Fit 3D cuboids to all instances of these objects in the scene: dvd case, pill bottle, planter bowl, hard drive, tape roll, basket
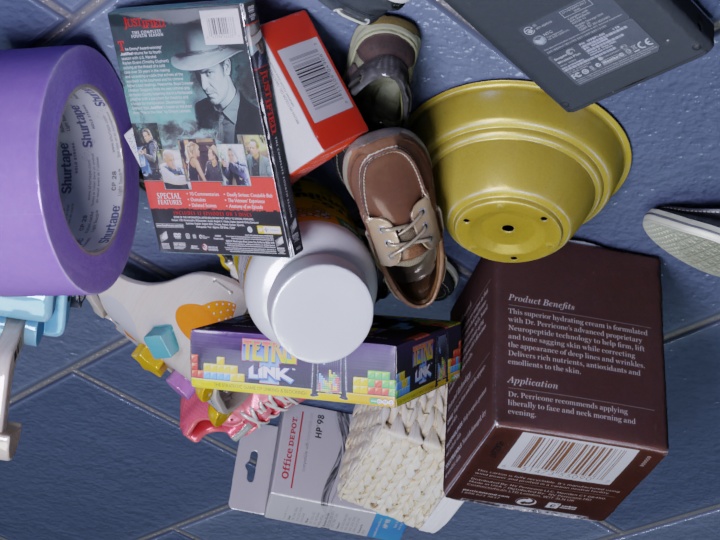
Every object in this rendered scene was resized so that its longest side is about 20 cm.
[{"bbox_3d":[-0.122,-0.109,1.299,0.145,0.022,0.202,2,113,37],"label":"dvd case"},{"bbox_3d":[-0.047,0.000,1.385,0.111,0.200,0.114,-3,111,-9],"label":"pill bottle"},{"bbox_3d":[0.127,-0.065,1.391,0.198,0.084,0.201,6,147,4],"label":"planter bowl"},{"bbox_3d":[0.149,-0.202,1.219,0.139,0.033,0.199,-21,138,38],"label":"hard drive"},{"bbox_3d":[-0.256,-0.080,1.346,0.084,0.202,0.201,-1,147,15],"label":"tape roll"},{"bbox_3d":[0.062,0.166,1.722,0.122,0.137,0.200,18,147,-8],"label":"basket"}]

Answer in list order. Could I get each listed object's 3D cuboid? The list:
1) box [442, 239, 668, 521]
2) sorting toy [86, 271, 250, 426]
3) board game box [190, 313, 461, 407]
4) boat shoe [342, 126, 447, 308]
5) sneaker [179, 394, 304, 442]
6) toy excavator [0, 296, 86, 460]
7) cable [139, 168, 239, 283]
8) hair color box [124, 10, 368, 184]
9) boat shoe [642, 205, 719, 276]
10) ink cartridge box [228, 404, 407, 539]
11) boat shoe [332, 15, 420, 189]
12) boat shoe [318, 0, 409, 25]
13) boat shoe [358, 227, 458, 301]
[{"bbox_3d":[0.176,0.099,1.516,0.164,0.202,0.165,10,148,-9],"label":"box"},{"bbox_3d":[-0.193,0.058,1.638,0.179,0.108,0.200,27,164,13],"label":"sorting toy"},{"bbox_3d":[-0.028,0.074,1.480,0.197,0.058,0.165,4,-174,22],"label":"board game box"},{"bbox_3d":[0.037,-0.040,1.344,0.075,0.072,0.201,-22,146,1],"label":"boat shoe"},{"bbox_3d":[-0.109,0.141,1.761,0.198,0.088,0.074,-12,144,29],"label":"sneaker"},{"bbox_3d":[-0.316,0.044,1.511,0.099,0.201,0.197,10,120,-1],"label":"toy excavator"},{"bbox_3d":[-0.130,-0.024,1.525,0.199,0.051,0.097,35,177,-42],"label":"cable"},{"bbox_3d":[-0.096,-0.111,1.338,0.199,0.064,0.112,-31,87,46],"label":"hair color box"},{"bbox_3d":[0.341,-0.030,1.420,0.198,0.063,0.075,11,156,26],"label":"boat shoe"},{"bbox_3d":[-0.040,0.221,1.842,0.197,0.117,0.067,11,148,-5],"label":"ink cartridge box"},{"bbox_3d":[0.005,-0.121,1.345,0.071,0.067,0.202,14,145,-1],"label":"boat shoe"},{"bbox_3d":[-0.046,-0.234,1.175,0.199,0.076,0.060,31,136,-30],"label":"boat shoe"},{"bbox_3d":[0.001,-0.001,1.534,0.198,0.067,0.074,25,144,-25],"label":"boat shoe"}]
